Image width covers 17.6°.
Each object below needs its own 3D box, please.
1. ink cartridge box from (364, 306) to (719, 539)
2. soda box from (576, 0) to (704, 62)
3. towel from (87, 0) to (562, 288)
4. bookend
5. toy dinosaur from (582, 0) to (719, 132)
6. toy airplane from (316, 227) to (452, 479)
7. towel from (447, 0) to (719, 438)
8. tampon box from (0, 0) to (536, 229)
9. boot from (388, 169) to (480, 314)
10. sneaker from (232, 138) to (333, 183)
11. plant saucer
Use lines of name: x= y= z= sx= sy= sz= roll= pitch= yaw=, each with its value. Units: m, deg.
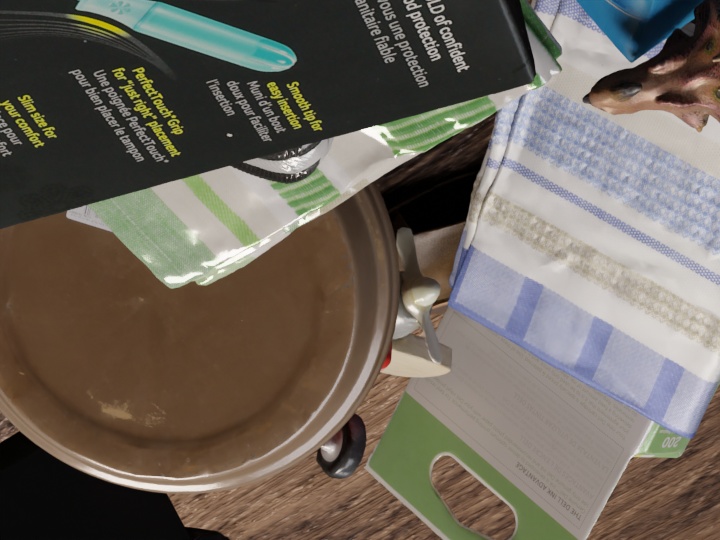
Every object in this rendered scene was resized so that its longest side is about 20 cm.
ink cartridge box: x=0.100 y=0.054 z=1.169 sx=0.048 sy=0.145 sz=0.201 roll=4 pitch=117 yaw=-47
soda box: x=0.121 y=-0.161 z=0.860 sx=0.068 sy=0.064 sz=0.200 roll=-35 pitch=164 yaw=-16
towel: x=-0.043 y=-0.085 z=0.881 sx=0.200 sy=0.023 sz=0.153 roll=-29 pitch=114 yaw=30
bookend: x=-0.203 y=0.105 z=1.157 sx=0.198 sy=0.201 sz=0.092 roll=-32 pitch=-169 yaw=-23
toy dinosaur: x=0.188 y=-0.114 z=0.887 sx=0.135 sy=0.086 sz=0.200 roll=-10 pitch=142 yaw=-50
toy airplane: x=-0.060 y=0.010 z=1.110 sx=0.198 sy=0.142 sz=0.200 roll=15 pitch=178 yaw=14
towel: x=0.121 y=-0.030 z=1.051 sx=0.024 sy=0.147 sz=0.200 roll=-42 pitch=156 yaw=-46
tampon box: x=-0.068 y=-0.117 z=0.680 sx=0.199 sy=0.127 sz=0.150 roll=-15 pitch=148 yaw=10
boot: x=0.000 y=0.000 z=1.219 sx=0.199 sy=0.074 sz=0.076 roll=-22 pitch=146 yaw=-9
sneaker: x=-0.060 y=-0.106 z=0.817 sx=0.116 sy=0.200 sz=0.076 roll=-57 pitch=140 yaw=-13
plant saucer: x=-0.084 y=0.006 z=0.978 sx=0.199 sy=0.201 sz=0.029 roll=-23 pitch=-166 yaw=14
